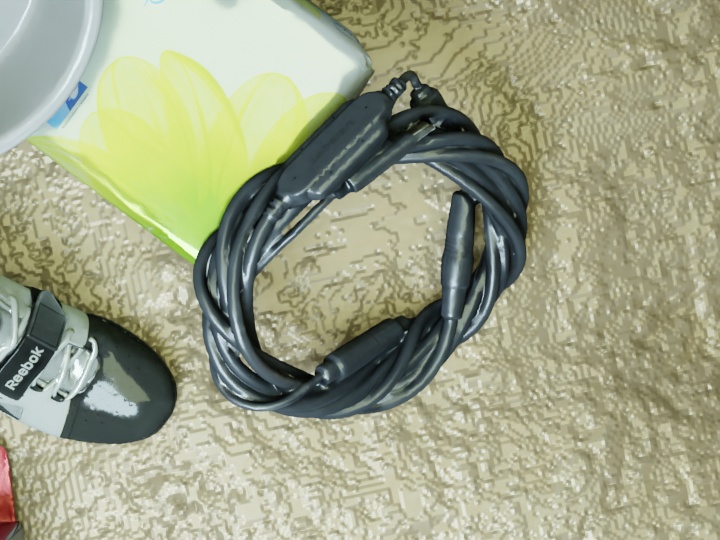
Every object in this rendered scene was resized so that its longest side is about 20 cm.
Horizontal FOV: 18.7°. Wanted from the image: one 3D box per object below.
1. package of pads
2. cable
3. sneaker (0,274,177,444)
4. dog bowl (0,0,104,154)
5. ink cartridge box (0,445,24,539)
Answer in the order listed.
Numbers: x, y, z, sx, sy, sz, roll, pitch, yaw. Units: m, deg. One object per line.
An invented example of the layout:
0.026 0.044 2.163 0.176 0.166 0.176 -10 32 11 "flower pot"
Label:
-0.110 -0.114 1.183 0.200 0.068 0.155 37 90 -5 "package of pads"
0.000 0.000 1.176 0.200 0.051 0.163 -47 127 -7 "cable"
-0.192 0.039 1.171 0.200 0.089 0.074 26 88 -6 "sneaker"
-0.216 -0.132 1.058 0.200 0.059 0.200 -16 128 -21 "dog bowl"
-0.278 0.193 1.169 0.200 0.084 0.176 -8 92 -4 "ink cartridge box"
